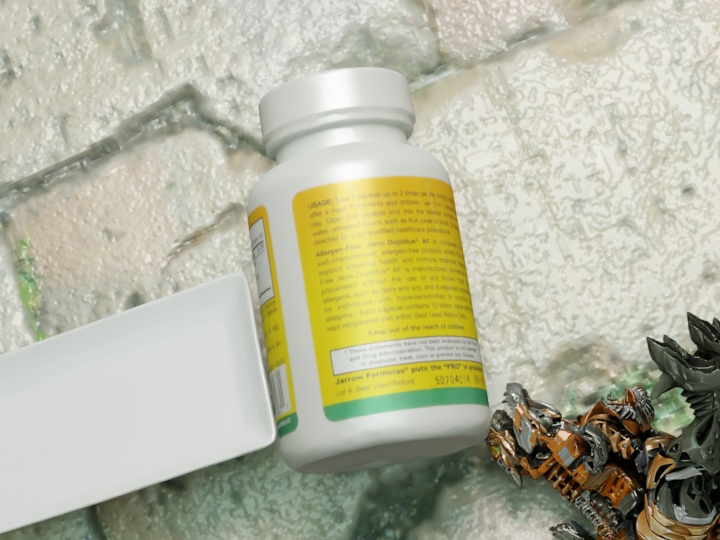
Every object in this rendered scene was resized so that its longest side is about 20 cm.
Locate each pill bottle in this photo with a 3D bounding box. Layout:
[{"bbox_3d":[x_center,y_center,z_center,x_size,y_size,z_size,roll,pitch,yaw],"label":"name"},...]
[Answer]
[{"bbox_3d":[0.000,0.000,0.949,0.112,0.113,0.201,-11,77,7],"label":"pill bottle"}]

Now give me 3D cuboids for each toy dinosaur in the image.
[{"bbox_3d":[0.167,0.101,0.926,0.200,0.102,0.136,19,105,-2],"label":"toy dinosaur"}]

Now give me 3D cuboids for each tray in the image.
[{"bbox_3d":[-0.142,0.080,0.983,0.200,0.022,0.108,-19,62,12],"label":"tray"}]
